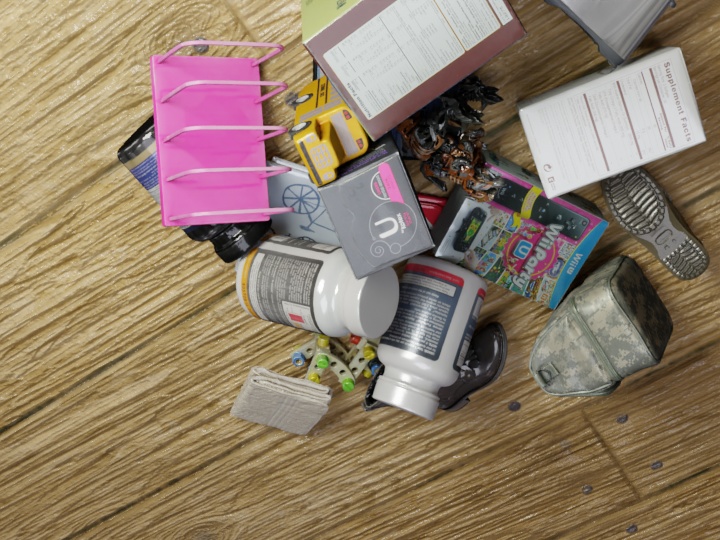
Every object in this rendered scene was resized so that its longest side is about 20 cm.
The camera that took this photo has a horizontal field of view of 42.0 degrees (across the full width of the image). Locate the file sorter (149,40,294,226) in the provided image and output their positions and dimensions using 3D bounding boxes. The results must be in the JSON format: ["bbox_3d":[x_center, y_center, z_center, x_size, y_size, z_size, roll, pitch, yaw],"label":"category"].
[{"bbox_3d":[-0.157,-0.160,1.104,0.137,0.125,0.204,-5,92,-29],"label":"file sorter"}]

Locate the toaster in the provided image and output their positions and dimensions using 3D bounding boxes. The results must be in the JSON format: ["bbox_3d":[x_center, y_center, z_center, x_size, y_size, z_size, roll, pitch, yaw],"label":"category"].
[{"bbox_3d":[0.272,-0.345,1.074,0.199,0.114,0.129,36,113,-19],"label":"toaster"}]

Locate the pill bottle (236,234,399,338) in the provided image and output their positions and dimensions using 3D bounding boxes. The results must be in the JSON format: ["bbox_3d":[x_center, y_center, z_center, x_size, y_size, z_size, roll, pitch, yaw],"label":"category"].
[{"bbox_3d":[-0.056,0.022,1.215,0.197,0.116,0.118,12,132,34],"label":"pill bottle"}]

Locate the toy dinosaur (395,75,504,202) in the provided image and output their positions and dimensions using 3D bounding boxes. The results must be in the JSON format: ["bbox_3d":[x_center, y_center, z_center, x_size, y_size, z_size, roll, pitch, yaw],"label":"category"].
[{"bbox_3d":[0.101,-0.170,1.170,0.198,0.103,0.136,26,132,-16],"label":"toy dinosaur"}]

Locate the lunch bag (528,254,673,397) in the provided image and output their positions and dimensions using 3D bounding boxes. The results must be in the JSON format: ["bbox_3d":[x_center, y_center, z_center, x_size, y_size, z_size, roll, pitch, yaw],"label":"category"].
[{"bbox_3d":[0.326,0.085,1.305,0.167,0.200,0.141,-32,90,29],"label":"lunch bag"}]

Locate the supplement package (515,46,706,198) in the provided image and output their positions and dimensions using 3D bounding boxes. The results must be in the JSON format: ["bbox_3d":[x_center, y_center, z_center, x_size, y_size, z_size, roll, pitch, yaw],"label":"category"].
[{"bbox_3d":[0.304,-0.184,1.158,0.197,0.117,0.119,-20,100,11],"label":"supplement package"}]

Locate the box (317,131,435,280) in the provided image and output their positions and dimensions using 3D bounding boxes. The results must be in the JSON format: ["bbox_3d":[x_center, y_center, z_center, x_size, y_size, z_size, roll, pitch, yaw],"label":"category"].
[{"bbox_3d":[0.013,-0.092,1.143,0.105,0.200,0.124,-23,110,5],"label":"box"}]

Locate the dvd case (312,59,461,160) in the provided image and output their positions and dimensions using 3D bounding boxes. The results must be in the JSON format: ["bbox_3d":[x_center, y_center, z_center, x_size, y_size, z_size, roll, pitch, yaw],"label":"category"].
[{"bbox_3d":[0.035,-0.211,1.214,0.196,0.018,0.145,2,124,-3],"label":"dvd case"}]

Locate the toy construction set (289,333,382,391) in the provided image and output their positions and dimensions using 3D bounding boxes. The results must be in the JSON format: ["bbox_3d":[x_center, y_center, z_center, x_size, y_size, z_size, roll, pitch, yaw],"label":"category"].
[{"bbox_3d":[-0.006,0.098,1.382,0.130,0.093,0.200,26,130,-18],"label":"toy construction set"}]

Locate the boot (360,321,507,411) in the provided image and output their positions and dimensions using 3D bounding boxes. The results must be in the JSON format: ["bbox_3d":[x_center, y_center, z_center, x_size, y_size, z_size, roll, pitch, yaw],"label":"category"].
[{"bbox_3d":[0.109,0.148,1.387,0.172,0.070,0.201,9,128,-35],"label":"boot"}]

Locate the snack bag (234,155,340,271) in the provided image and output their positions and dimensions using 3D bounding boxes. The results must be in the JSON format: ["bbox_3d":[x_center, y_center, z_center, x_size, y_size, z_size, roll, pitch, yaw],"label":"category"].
[{"bbox_3d":[-0.065,-0.049,1.303,0.185,0.022,0.202,15,127,-9],"label":"snack bag"}]

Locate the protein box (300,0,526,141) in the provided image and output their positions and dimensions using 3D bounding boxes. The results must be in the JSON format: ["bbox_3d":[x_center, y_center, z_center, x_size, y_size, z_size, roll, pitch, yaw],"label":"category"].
[{"bbox_3d":[0.050,-0.285,1.046,0.198,0.200,0.135,-33,117,13],"label":"protein box"}]

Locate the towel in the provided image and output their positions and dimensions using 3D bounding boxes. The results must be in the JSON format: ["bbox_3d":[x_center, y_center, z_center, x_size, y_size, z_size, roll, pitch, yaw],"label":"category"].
[{"bbox_3d":[-0.121,0.200,1.431,0.130,0.035,0.200,18,152,-10],"label":"towel"}]

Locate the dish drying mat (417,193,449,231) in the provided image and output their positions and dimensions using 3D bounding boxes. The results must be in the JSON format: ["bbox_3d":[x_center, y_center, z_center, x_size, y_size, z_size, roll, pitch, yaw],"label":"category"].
[{"bbox_3d":[0.024,-0.077,1.303,0.196,0.018,0.078,7,124,-5],"label":"dish drying mat"}]

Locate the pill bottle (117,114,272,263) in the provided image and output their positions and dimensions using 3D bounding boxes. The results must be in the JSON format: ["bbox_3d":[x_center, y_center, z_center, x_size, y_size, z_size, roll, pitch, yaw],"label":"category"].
[{"bbox_3d":[-0.208,-0.111,1.210,0.111,0.112,0.201,-33,111,20],"label":"pill bottle"}]

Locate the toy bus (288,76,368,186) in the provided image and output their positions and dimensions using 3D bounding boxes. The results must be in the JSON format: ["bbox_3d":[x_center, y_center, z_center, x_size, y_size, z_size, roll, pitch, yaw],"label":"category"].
[{"bbox_3d":[-0.035,-0.171,1.102,0.077,0.201,0.066,-22,115,9],"label":"toy bus"}]

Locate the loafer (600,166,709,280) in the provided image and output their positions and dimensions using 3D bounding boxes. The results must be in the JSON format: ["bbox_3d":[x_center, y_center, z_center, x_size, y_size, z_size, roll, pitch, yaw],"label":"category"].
[{"bbox_3d":[0.396,-0.072,1.284,0.076,0.068,0.201,-36,101,18],"label":"loafer"}]

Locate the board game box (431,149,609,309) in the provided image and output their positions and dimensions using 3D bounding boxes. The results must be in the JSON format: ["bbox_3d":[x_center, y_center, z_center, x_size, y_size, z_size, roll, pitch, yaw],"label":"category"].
[{"bbox_3d":[0.213,-0.056,1.279,0.197,0.065,0.149,23,112,-16],"label":"board game box"}]

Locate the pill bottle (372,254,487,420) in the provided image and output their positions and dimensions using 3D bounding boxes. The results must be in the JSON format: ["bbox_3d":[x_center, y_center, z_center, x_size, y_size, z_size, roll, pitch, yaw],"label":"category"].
[{"bbox_3d":[0.089,0.093,1.283,0.118,0.119,0.203,22,81,-15],"label":"pill bottle"}]
